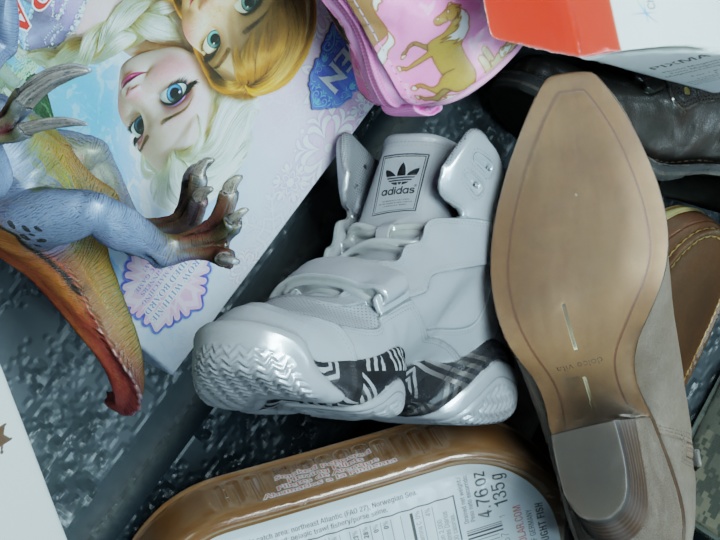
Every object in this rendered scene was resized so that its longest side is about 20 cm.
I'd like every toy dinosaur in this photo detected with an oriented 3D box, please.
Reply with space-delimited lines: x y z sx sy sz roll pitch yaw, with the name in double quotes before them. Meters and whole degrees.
"toy dinosaur" -0.133 -0.035 1.038 0.181 0.105 0.201 12 110 -19

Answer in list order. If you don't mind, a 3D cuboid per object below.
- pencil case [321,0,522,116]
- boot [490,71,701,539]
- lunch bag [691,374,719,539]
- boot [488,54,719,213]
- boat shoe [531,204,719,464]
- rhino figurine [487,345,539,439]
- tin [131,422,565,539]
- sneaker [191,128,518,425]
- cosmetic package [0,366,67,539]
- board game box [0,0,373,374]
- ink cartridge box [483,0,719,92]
"pencil case" -0.007 -0.149 1.090 0.086 0.083 0.200 -32 126 7
"boot" 0.103 0.028 1.197 0.146 0.070 0.201 19 70 -74
"lunch bag" 0.264 0.080 1.374 0.167 0.139 0.201 27 90 -38
"boot" 0.150 -0.121 1.283 0.199 0.069 0.175 17 90 -42
"boat shoe" 0.115 0.065 1.307 0.072 0.067 0.201 39 81 -39
"rhino figurine" 0.048 0.048 1.261 0.087 0.060 0.201 35 85 -35
"tin" -0.004 0.129 1.223 0.199 0.042 0.113 -16 110 -8
"sneaker" 0.000 0.000 1.129 0.200 0.075 0.116 9 82 -60
"cosmetic package" -0.178 0.094 1.099 0.107 0.085 0.201 -33 120 -24
"board game box" -0.084 -0.095 1.129 0.199 0.041 0.200 43 79 -37
"ink cartridge box" 0.101 -0.160 1.148 0.200 0.057 0.163 8 68 -63
